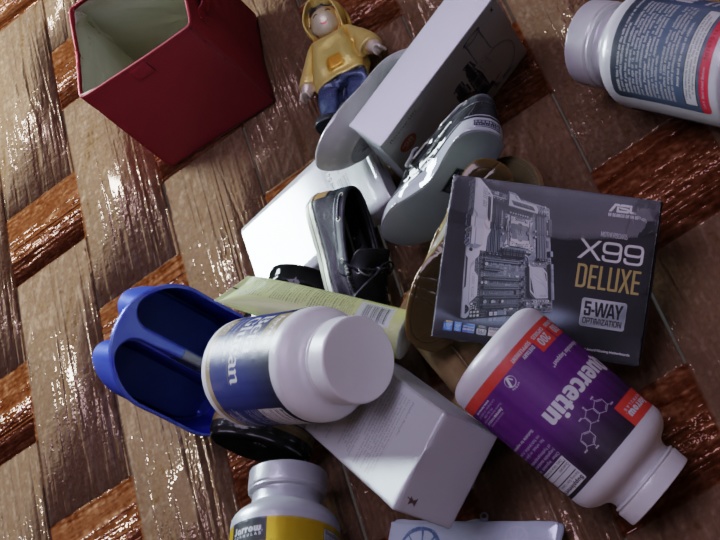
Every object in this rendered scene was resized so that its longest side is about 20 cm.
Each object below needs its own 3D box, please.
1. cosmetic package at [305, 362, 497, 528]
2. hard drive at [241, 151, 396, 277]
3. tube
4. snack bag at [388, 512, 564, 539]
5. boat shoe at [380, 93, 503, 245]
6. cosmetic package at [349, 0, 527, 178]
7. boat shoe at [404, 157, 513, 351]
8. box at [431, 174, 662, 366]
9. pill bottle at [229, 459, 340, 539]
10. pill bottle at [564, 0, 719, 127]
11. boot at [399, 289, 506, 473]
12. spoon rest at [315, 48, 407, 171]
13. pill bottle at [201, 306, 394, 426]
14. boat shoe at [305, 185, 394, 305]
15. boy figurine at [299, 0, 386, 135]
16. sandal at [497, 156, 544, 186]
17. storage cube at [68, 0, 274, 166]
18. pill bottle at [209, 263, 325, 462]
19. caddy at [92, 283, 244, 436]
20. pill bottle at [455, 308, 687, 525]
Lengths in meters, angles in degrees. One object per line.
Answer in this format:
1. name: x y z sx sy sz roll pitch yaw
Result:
1. cosmetic package: 0.035 0.154 1.470 0.101 0.071 0.200 -63 30 4
2. hard drive: -0.048 -0.061 1.758 0.200 0.026 0.132 -42 46 22
3. tube: -0.044 0.042 1.580 0.200 0.058 0.052 15 73 18
4. snack bag: 0.099 0.320 1.444 0.200 0.021 0.189 -8 60 34
5. boat shoe: 0.081 -0.105 1.603 0.199 0.074 0.068 122 156 -44
6. cosmetic package: 0.088 -0.198 1.670 0.052 0.151 0.200 37 89 27
7. boat shoe: 0.104 -0.013 1.536 0.074 0.066 0.200 25 95 7
8. box: 0.177 -0.001 1.463 0.200 0.050 0.158 9 93 11
9. pill bottle: -0.076 0.295 1.529 0.112 0.112 0.200 -17 55 29
10. pill bottle: 0.308 -0.214 1.536 0.200 0.120 0.120 19 77 42
11. boot: 0.087 0.106 1.558 0.175 0.066 0.200 -42 44 6
12. spoon rest: 0.017 -0.183 1.700 0.061 0.099 0.200 40 65 20
13. pill bottle: -0.059 0.092 1.479 0.200 0.111 0.111 -11 56 53
14. boat shoe: 0.000 0.000 1.642 0.062 0.075 0.200 -28 72 31
15. boy figurine: -0.024 -0.252 1.851 0.124 0.064 0.200 -26 54 26
16. sandal: 0.152 -0.070 1.611 0.212 0.070 0.078 -6 73 60
17. storage cube: -0.236 -0.273 1.943 0.200 0.180 0.171 -30 50 19
18. pill bottle: -0.082 0.100 1.650 0.112 0.112 0.200 0 64 37
19. caddy: -0.193 0.097 1.687 0.105 0.200 0.141 8 71 57
20. pill bottle: 0.190 0.133 1.379 0.200 0.112 0.112 39 91 9
